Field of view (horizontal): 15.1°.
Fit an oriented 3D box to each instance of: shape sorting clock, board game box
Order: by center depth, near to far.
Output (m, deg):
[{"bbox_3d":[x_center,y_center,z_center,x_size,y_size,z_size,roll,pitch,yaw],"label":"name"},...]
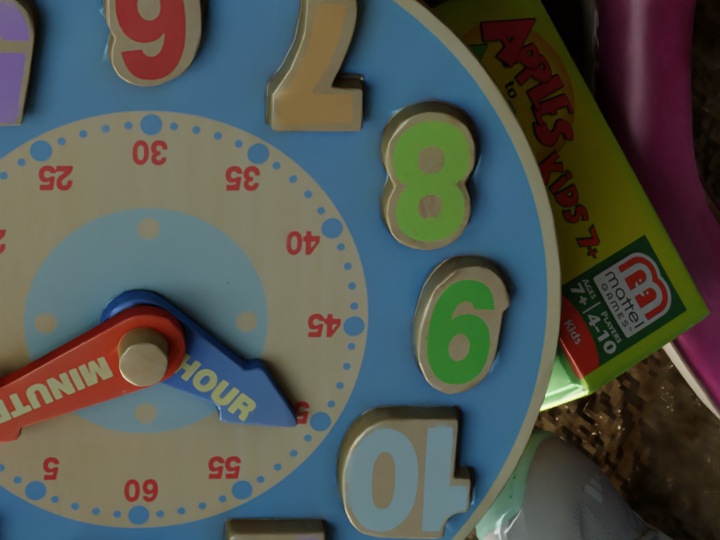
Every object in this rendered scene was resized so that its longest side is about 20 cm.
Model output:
[{"bbox_3d":[-0.051,0.013,0.635,0.199,0.039,0.201,-3,117,-7],"label":"shape sorting clock"},{"bbox_3d":[0.000,0.000,0.751,0.102,0.048,0.200,61,148,-2],"label":"board game box"}]

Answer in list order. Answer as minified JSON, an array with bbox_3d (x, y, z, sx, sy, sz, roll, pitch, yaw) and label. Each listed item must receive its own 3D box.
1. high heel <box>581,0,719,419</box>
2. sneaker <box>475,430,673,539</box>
[{"bbox_3d":[0.097,-0.049,0.721,0.096,0.067,0.200,-27,108,7],"label":"high heel"},{"bbox_3d":[0.127,0.118,0.754,0.140,0.078,0.200,-23,102,31],"label":"sneaker"}]
